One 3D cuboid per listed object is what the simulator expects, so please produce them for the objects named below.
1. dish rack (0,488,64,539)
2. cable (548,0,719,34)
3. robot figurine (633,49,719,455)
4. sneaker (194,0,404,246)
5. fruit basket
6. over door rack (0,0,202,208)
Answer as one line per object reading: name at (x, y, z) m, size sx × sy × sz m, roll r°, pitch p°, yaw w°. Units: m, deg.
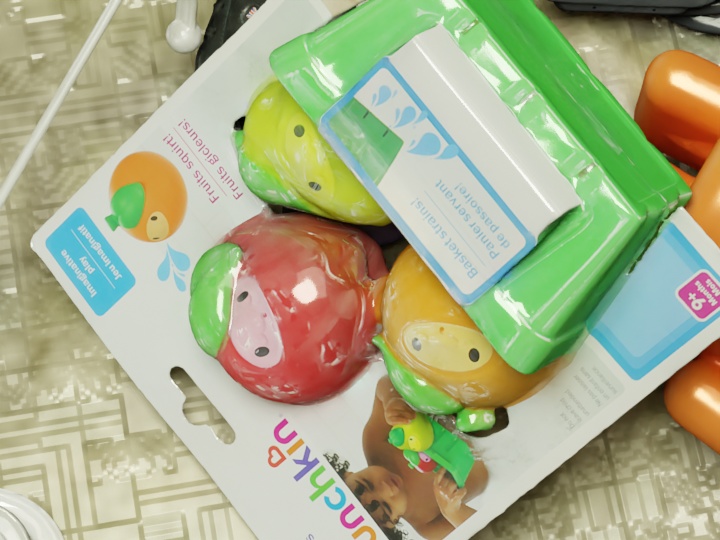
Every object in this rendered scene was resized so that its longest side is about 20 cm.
dish rack at (-0.204, 0.147, 0.709) m, size 0.171 × 0.044 × 0.200 m, roll 16°, pitch 71°, yaw 3°
cable at (0.126, -0.171, 0.843) m, size 0.200 × 0.051 × 0.163 m, roll -1°, pitch 62°, yaw -7°
robot figurine at (0.176, -0.001, 0.741) m, size 0.200 × 0.117 × 0.144 m, roll 32°, pitch 42°, yaw 9°
sneaker at (-0.033, -0.098, 0.793) m, size 0.087 × 0.076 × 0.200 m, roll -26°, pitch 73°, yaw -5°
fruit basket at (0.000, 0.000, 0.710) m, size 0.200 × 0.094 × 0.185 m, roll -41°, pitch 82°, yaw 19°
over door rack at (-0.138, -0.106, 0.781) m, size 0.148 × 0.067 × 0.200 m, roll 34°, pitch 84°, yaw 27°
